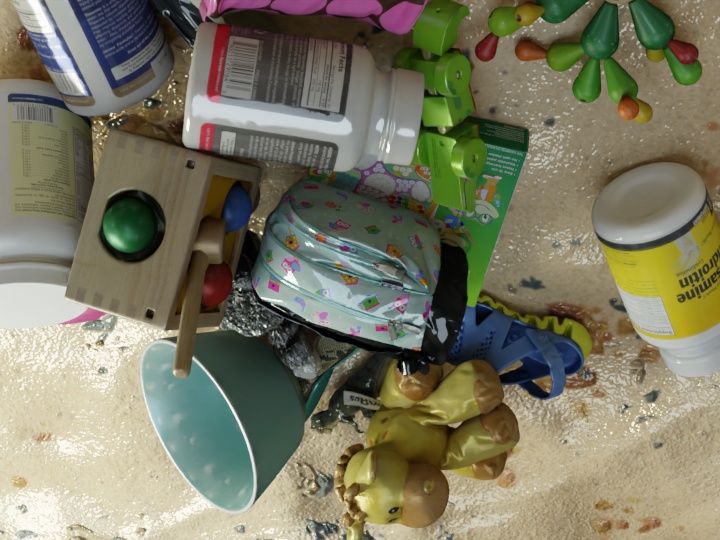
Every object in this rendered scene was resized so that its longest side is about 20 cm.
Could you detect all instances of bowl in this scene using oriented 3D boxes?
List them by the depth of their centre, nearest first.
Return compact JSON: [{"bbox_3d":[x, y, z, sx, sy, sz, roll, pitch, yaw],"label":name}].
[{"bbox_3d":[-0.133,0.141,1.679,0.201,0.105,0.202,34,139,36],"label":"bowl"}]

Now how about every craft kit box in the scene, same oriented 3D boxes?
[{"bbox_3d":[0.043,-0.070,1.563,0.199,0.049,0.198,13,131,-3],"label":"craft kit box"}]

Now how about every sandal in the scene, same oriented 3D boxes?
[{"bbox_3d":[0.139,0.080,1.642,0.199,0.087,0.080,9,131,2],"label":"sandal"}]

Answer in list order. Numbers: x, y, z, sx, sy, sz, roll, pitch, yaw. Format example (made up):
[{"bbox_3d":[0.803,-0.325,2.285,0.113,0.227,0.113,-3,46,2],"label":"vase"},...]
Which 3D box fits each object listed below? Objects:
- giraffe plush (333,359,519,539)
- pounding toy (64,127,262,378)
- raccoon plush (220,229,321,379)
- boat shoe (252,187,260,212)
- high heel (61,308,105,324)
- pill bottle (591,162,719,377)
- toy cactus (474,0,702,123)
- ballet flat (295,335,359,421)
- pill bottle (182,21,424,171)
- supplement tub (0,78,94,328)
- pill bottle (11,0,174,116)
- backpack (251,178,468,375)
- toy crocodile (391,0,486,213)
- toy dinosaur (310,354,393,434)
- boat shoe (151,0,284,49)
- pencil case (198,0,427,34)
[{"bbox_3d":[0.045,0.188,1.607,0.199,0.162,0.173,-4,125,28],"label":"giraffe plush"},{"bbox_3d":[-0.165,-0.017,1.430,0.142,0.200,0.185,16,93,12],"label":"pounding toy"},{"bbox_3d":[-0.141,0.051,1.586,0.134,0.097,0.201,-24,103,11],"label":"raccoon plush"},{"bbox_3d":[-0.195,-0.074,1.584,0.199,0.063,0.074,-4,101,7],"label":"boat shoe"},{"bbox_3d":[-0.220,0.035,1.662,0.199,0.067,0.096,-26,112,9],"label":"high heel"},{"bbox_3d":[0.303,0.004,1.545,0.112,0.112,0.200,-16,125,18],"label":"pill bottle"},{"bbox_3d":[0.212,-0.220,1.404,0.199,0.102,0.166,18,118,5],"label":"toy cactus"},{"bbox_3d":[-0.047,0.086,1.680,0.075,0.068,0.200,38,137,2],"label":"ballet flat"},{"bbox_3d":[-0.049,-0.145,1.383,0.199,0.111,0.111,9,129,-5],"label":"pill bottle"},{"bbox_3d":[-0.318,-0.060,1.490,0.144,0.201,0.145,-6,160,-2],"label":"supplement tub"},{"bbox_3d":[-0.250,-0.246,1.415,0.110,0.111,0.201,-12,126,15],"label":"pill bottle"},{"bbox_3d":[0.000,0.000,1.514,0.199,0.167,0.127,19,109,-4],"label":"backpack"},{"bbox_3d":[0.079,-0.146,1.451,0.067,0.062,0.201,13,125,41],"label":"toy crocodile"},{"bbox_3d":[0.020,0.129,1.719,0.088,0.048,0.200,30,120,-10],"label":"toy dinosaur"},{"bbox_3d":[-0.118,-0.200,1.461,0.066,0.075,0.199,-23,128,34],"label":"boat shoe"},{"bbox_3d":[-0.039,-0.249,1.383,0.199,0.091,0.094,4,128,-15],"label":"pencil case"}]
